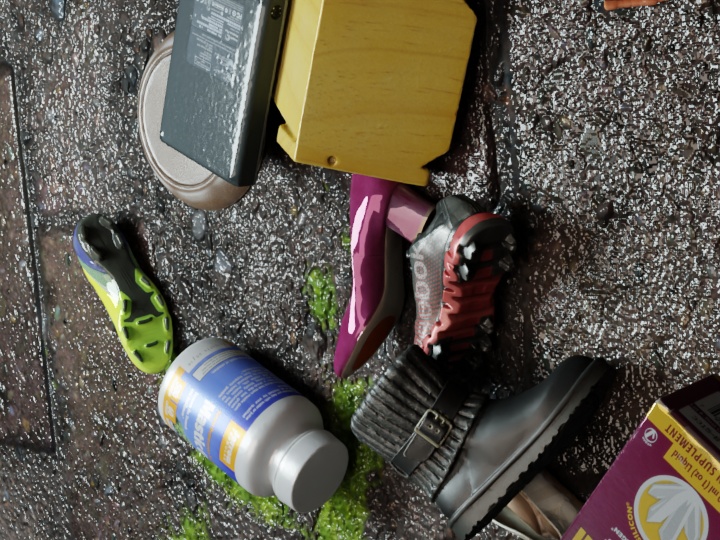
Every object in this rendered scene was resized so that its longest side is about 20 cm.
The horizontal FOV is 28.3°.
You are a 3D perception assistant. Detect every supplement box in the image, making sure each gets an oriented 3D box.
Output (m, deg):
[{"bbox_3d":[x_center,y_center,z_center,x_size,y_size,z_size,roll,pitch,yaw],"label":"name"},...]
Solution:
[{"bbox_3d":[0.258,0.205,1.152,0.131,0.103,0.202,44,125,26],"label":"supplement box"}]

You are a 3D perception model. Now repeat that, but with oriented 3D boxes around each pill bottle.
[{"bbox_3d":[-0.109,0.163,1.478,0.199,0.111,0.114,32,119,35],"label":"pill bottle"}]

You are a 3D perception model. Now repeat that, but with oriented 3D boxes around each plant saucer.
[{"bbox_3d":[-0.180,-0.164,1.537,0.198,0.032,0.204,11,106,42],"label":"plant saucer"}]

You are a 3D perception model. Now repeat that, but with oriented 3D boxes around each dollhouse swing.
[{"bbox_3d":[0.006,-0.213,1.351,0.179,0.176,0.203,10,110,-2],"label":"dollhouse swing"}]

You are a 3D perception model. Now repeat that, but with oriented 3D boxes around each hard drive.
[{"bbox_3d":[-0.142,-0.203,1.445,0.139,0.033,0.203,31,118,39],"label":"hard drive"}]

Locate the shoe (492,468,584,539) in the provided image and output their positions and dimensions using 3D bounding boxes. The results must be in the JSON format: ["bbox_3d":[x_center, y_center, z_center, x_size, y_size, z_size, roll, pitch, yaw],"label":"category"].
[{"bbox_3d":[0.129,0.190,1.302,0.199,0.053,0.071,37,121,32],"label":"shoe"}]

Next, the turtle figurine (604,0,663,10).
[{"bbox_3d":[0.255,-0.279,1.086,0.198,0.064,0.164,-8,93,43],"label":"turtle figurine"}]

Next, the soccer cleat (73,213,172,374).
[{"bbox_3d":[-0.271,0.028,1.651,0.202,0.064,0.084,62,161,9],"label":"soccer cleat"}]

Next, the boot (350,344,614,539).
[{"bbox_3d":[0.102,0.114,1.248,0.211,0.079,0.158,-46,72,9],"label":"boot"}]

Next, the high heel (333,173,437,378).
[{"bbox_3d":[0.000,0.000,1.375,0.096,0.067,0.202,32,104,23],"label":"high heel"}]

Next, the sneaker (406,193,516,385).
[{"bbox_3d":[0.081,0.017,1.304,0.098,0.070,0.203,53,141,43],"label":"sneaker"}]
